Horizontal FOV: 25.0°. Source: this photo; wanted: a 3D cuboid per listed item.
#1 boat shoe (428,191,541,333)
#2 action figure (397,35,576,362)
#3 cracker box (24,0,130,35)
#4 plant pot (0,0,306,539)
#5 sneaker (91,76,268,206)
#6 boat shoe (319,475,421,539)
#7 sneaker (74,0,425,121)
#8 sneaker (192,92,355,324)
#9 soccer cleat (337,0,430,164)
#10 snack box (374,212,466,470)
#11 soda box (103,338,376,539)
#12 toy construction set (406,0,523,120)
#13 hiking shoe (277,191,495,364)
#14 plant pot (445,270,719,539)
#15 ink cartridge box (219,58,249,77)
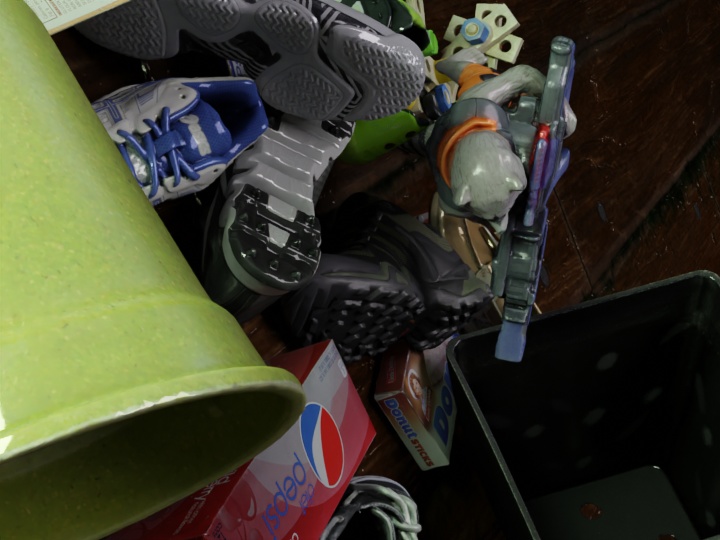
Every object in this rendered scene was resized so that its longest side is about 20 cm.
[{"bbox_3d":[0.106,0.025,1.168,0.200,0.063,0.073,63,25,-25],"label":"boat shoe"},{"bbox_3d":[0.069,-0.051,1.008,0.193,0.105,0.200,-104,-158,-82],"label":"action figure"},{"bbox_3d":[-0.129,-0.150,0.686,0.058,0.200,0.134,59,27,-29],"label":"cracker box"},{"bbox_3d":[-0.147,0.005,0.586,0.200,0.200,0.184,6,56,-64],"label":"plant pot"},{"bbox_3d":[-0.114,-0.060,0.794,0.075,0.088,0.200,67,26,-14],"label":"sneaker"},{"bbox_3d":[0.001,0.152,0.906,0.199,0.068,0.074,-2,75,-65],"label":"boat shoe"},{"bbox_3d":[-0.055,-0.158,0.885,0.075,0.200,0.115,113,-9,-51],"label":"sneaker"},{"bbox_3d":[-0.055,-0.048,0.914,0.066,0.091,0.200,28,45,-17],"label":"sneaker"},{"bbox_3d":[-0.001,-0.163,1.010,0.068,0.081,0.200,22,54,-59],"label":"soccer cleat"},{"bbox_3d":[0.048,0.044,1.137,0.072,0.024,0.200,58,27,-30],"label":"snack box"},{"bbox_3d":[-0.057,0.111,0.812,0.063,0.070,0.200,65,25,-16],"label":"soda box"},{"bbox_3d":[0.044,-0.165,1.204,0.200,0.092,0.131,10,66,-54],"label":"toy construction set"},{"bbox_3d":[0.000,0.000,1.032,0.200,0.076,0.101,5,45,-58],"label":"hiking shoe"},{"bbox_3d":[0.179,0.150,1.091,0.177,0.200,0.200,90,-18,-48],"label":"plant pot"},{"bbox_3d":[-0.063,-0.179,1.040,0.200,0.041,0.200,11,63,-62],"label":"ink cartridge box"}]
